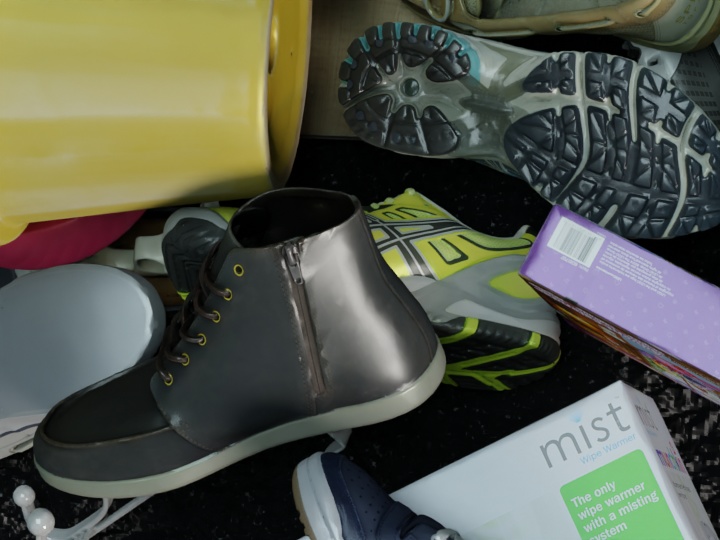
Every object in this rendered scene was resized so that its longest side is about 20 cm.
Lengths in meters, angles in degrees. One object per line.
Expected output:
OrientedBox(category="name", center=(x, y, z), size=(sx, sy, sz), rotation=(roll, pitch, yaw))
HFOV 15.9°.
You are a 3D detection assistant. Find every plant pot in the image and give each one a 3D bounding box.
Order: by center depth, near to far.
OrientedBox(category="plant pot", center=(-0.123, -0.107, 1.166), size=(0.187, 0.201, 0.202), rotation=(4, 81, 7))

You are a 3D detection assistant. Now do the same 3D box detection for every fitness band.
OrientedBox(category="fitness band", center=(-0.175, -0.073, 1.300), size=(0.199, 0.037, 0.144), rotation=(20, 66, 34))

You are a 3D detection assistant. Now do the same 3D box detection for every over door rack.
OrientedBox(category="over door rack", center=(-0.113, 0.128, 1.201), size=(0.199, 0.148, 0.067), rotation=(-22, 119, 33))

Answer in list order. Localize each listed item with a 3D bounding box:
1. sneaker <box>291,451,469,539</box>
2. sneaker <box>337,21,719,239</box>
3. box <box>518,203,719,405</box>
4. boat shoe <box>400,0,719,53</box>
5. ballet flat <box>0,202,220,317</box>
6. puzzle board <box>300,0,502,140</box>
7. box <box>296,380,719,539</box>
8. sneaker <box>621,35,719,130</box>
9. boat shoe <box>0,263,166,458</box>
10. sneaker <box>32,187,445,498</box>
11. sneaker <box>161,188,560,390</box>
OrientedBox(category="sneaker", center=(0.063, 0.141, 1.114), size=(0.108, 0.070, 0.201), rotation=(-37, 81, 12))
OrientedBox(category="sneaker", center=(0.093, -0.073, 1.214), size=(0.199, 0.086, 0.078), rotation=(22, 102, 22))
OrientedBox(category="box", center=(0.175, 0.043, 1.166), size=(0.199, 0.137, 0.039), rotation=(29, 88, 18))
OrientedBox(category="boat shoe", center=(0.080, -0.142, 1.214), size=(0.200, 0.063, 0.074), rotation=(19, 97, 42))
OrientedBox(category="ballet flat", center=(-0.113, -0.007, 1.290), size=(0.198, 0.073, 0.074), rotation=(1, 81, 16))
OrientedBox(category="puzzle board", center=(0.004, -0.165, 1.314), size=(0.150, 0.017, 0.202), rotation=(3, 81, 17))
OrientedBox(category="box", center=(0.077, 0.173, 1.194), size=(0.199, 0.097, 0.177), rotation=(-26, 77, 11))
OrientedBox(category="sneaker", center=(0.166, -0.135, 1.237), size=(0.090, 0.066, 0.201), rotation=(-20, 74, 14))
OrientedBox(category="boat shoe", center=(-0.168, 0.055, 1.277), size=(0.199, 0.066, 0.072), rotation=(-32, 76, 25))
OrientedBox(category="sneaker", center=(-0.071, 0.028, 1.165), size=(0.199, 0.107, 0.075), rotation=(-18, 32, 12))
OrientedBox(category="sneaker", center=(0.000, 0.000, 1.234), size=(0.199, 0.075, 0.077), rotation=(15, 58, -17))
